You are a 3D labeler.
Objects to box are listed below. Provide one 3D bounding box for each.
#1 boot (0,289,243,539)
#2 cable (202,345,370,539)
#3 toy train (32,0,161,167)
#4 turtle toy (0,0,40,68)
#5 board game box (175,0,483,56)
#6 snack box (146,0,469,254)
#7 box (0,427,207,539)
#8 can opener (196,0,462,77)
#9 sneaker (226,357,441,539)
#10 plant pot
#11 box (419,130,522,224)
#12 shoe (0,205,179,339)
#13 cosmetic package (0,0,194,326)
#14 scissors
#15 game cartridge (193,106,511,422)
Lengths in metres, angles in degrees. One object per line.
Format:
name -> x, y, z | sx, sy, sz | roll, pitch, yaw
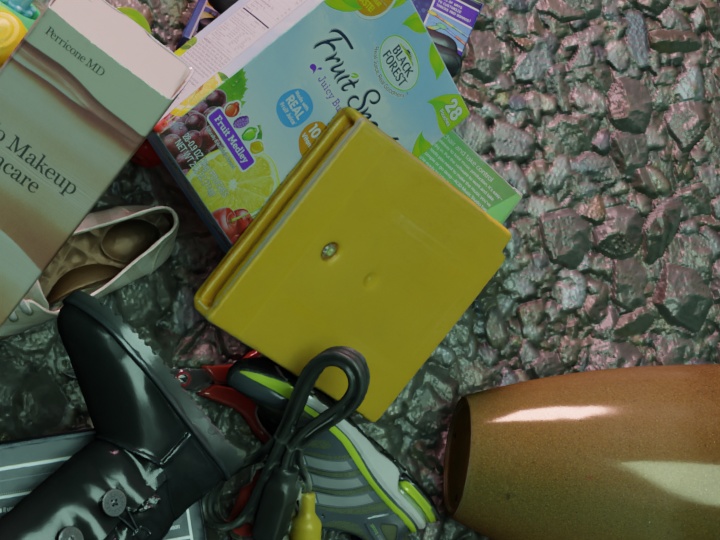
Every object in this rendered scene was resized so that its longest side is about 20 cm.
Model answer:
boot -> -0.197, 0.136, 1.424 | 0.200, 0.066, 0.165 | -44, 98, -17
cable -> -0.051, 0.131, 1.573 | 0.050, 0.097, 0.201 | -19, 132, -61
toy train -> -0.187, -0.160, 1.567 | 0.200, 0.116, 0.085 | 33, 71, -17
turtle toy -> -0.294, -0.163, 1.512 | 0.199, 0.146, 0.101 | 11, 62, 1
board game box -> -0.022, -0.184, 1.665 | 0.199, 0.034, 0.136 | 26, 71, -7
snack box -> -0.042, -0.114, 1.532 | 0.200, 0.068, 0.169 | -41, 135, -8
box -> -0.209, 0.212, 1.504 | 0.199, 0.123, 0.199 | -7, 87, -23
can opener -> -0.021, -0.178, 1.622 | 0.199, 0.079, 0.064 | 8, 35, -16
sneaker -> -0.030, 0.142, 1.615 | 0.081, 0.074, 0.200 | -46, 109, -1
plant pot -> 0.168, 0.150, 1.665 | 0.199, 0.186, 0.187 | 8, 79, -9
box -> 0.015, -0.029, 1.685 | 0.144, 0.036, 0.200 | 43, 70, -13
shoe -> -0.218, -0.003, 1.567 | 0.199, 0.053, 0.070 | -24, 93, -25
cosmetic package -> -0.209, -0.074, 1.418 | 0.103, 0.087, 0.200 | 36, 108, -7
scissors -> -0.119, 0.075, 1.625 | 0.199, 0.014, 0.073 | 20, 78, -19
game cartridge -> 0.000, 0.000, 1.571 | 0.176, 0.032, 0.200 | -51, 136, 3
